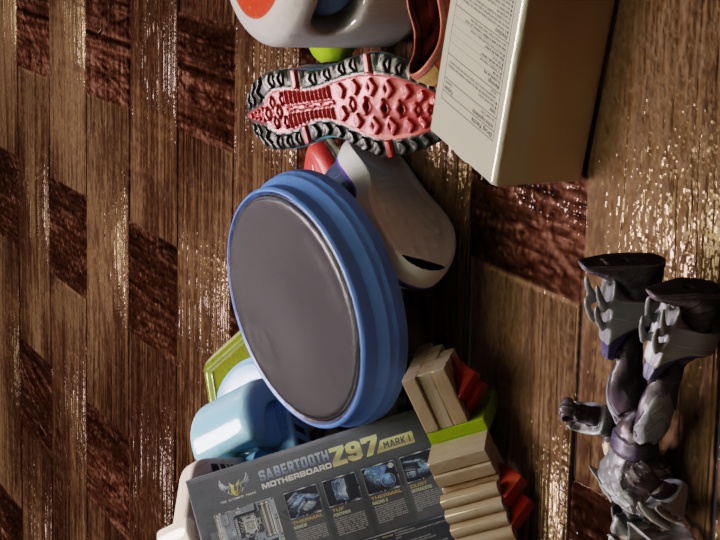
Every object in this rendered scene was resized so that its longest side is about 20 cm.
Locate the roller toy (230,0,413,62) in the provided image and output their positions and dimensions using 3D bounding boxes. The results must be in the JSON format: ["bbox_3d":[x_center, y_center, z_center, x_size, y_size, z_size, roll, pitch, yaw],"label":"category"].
[{"bbox_3d":[-0.030,-0.266,1.532,0.182,0.139,0.201,171,95,-65],"label":"roller toy"}]

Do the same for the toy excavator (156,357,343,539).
[{"bbox_3d":[-0.102,0.161,1.649,0.100,0.200,0.195,-29,64,34],"label":"toy excavator"}]

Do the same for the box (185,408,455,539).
[{"bbox_3d":[-0.018,0.206,1.503,0.051,0.199,0.158,79,172,-62],"label":"box"}]

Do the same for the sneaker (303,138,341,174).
[{"bbox_3d":[-0.049,-0.015,1.679,0.077,0.085,0.201,-133,45,-54],"label":"sneaker"}]

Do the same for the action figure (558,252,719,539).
[{"bbox_3d":[0.169,0.092,1.229,0.130,0.069,0.201,37,130,54],"label":"action figure"}]

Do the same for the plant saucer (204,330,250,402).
[{"bbox_3d":[-0.093,0.136,1.848,0.200,0.048,0.201,140,122,-61],"label":"plant saucer"}]

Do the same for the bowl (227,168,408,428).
[{"bbox_3d":[-0.038,0.024,1.505,0.200,0.039,0.201,32,131,47],"label":"bowl"}]

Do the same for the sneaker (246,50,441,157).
[{"bbox_3d":[0.009,-0.139,1.540,0.199,0.095,0.080,6,111,39],"label":"sneaker"}]

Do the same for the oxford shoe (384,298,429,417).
[{"bbox_3d":[0.010,0.070,1.600,0.200,0.072,0.085,147,134,-62],"label":"oxford shoe"}]

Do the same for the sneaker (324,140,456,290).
[{"bbox_3d":[0.000,0.000,1.546,0.147,0.080,0.200,-63,27,24],"label":"sneaker"}]

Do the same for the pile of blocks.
[{"bbox_3d":[0.092,0.145,1.439,0.062,0.082,0.201,-17,86,22],"label":"pile of blocks"}]

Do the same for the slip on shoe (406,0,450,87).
[{"bbox_3d":[0.060,-0.228,1.435,0.074,0.061,0.201,-177,85,-68],"label":"slip on shoe"}]

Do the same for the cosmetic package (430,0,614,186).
[{"bbox_3d":[0.111,-0.167,1.314,0.105,0.071,0.201,-131,43,-53],"label":"cosmetic package"}]
